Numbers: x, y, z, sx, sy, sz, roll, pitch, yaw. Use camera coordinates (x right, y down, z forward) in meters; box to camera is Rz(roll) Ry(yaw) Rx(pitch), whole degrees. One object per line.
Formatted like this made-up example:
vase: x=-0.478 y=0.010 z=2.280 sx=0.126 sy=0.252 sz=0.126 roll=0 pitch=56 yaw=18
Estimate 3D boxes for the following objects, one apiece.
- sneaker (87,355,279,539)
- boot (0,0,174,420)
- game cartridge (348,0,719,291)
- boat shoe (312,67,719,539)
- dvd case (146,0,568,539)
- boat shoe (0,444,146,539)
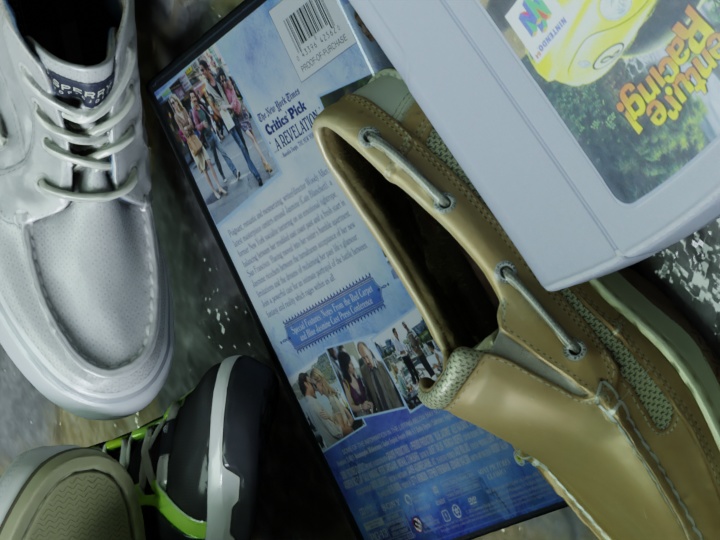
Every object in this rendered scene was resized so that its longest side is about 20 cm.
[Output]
sneaker: x=-0.089 y=0.097 z=0.963 sx=0.200 sy=0.083 sz=0.072 roll=117 pitch=166 yaw=-51
boot: x=-0.110 y=-0.050 z=0.906 sx=0.096 sy=0.073 sz=0.200 roll=132 pitch=122 yaw=-66
game cartridge: x=0.077 y=-0.085 z=0.662 sx=0.133 sy=0.041 sz=0.200 roll=53 pitch=139 yaw=13
boat shoe: x=0.050 y=0.028 z=0.749 sx=0.200 sy=0.076 sz=0.072 roll=57 pitch=146 yaw=15
dvd case: x=0.000 y=0.000 z=0.857 sx=0.143 sy=0.018 sz=0.200 roll=-29 pitch=85 yaw=58
boat shoe: x=-0.131 y=0.153 z=0.938 sx=0.068 sy=0.075 sz=0.200 roll=29 pitch=114 yaw=49
